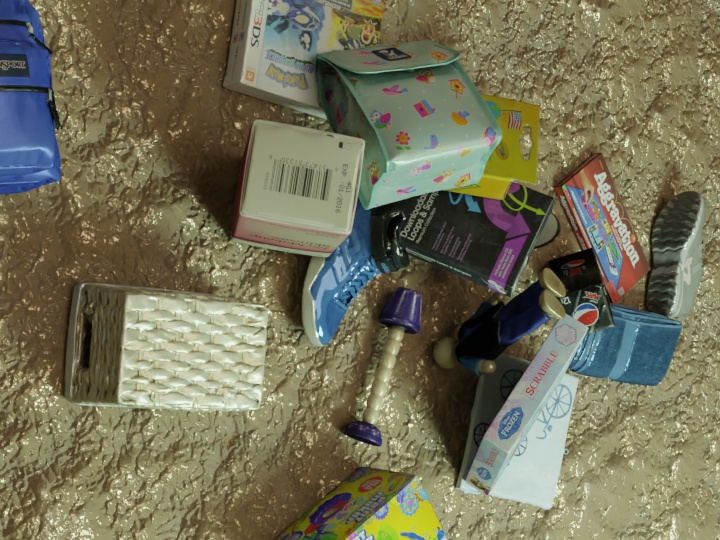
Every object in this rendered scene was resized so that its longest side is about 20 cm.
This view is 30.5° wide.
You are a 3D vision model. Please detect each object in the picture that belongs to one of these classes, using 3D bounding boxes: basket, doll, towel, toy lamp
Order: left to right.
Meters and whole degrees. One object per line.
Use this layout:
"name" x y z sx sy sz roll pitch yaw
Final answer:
"basket" -0.209 0.087 1.457 0.198 0.123 0.137 7 85 -37
"toy lamp" 0.032 0.120 1.683 0.058 0.058 0.202 28 75 -33
"doll" 0.175 0.072 1.705 0.048 0.199 0.137 39 36 -24
"towel" 0.385 0.109 1.941 0.198 0.048 0.113 12 97 -37

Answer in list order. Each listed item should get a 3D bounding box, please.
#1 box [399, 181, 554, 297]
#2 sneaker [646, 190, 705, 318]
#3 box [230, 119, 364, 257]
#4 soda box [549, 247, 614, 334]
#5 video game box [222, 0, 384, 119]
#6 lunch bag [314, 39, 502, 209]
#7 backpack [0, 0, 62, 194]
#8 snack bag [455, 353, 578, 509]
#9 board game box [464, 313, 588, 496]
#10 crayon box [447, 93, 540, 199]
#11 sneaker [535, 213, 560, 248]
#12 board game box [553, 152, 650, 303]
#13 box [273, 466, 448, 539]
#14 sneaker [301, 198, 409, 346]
"box" 0.131 -0.066 1.695 0.036 0.198 0.144 83 32 -62
"sneaker" 0.493 -0.022 2.035 0.081 0.074 0.202 15 89 -44
"box" -0.076 -0.088 1.499 0.126 0.200 0.110 9 82 -7
"soda box" 0.301 0.029 1.807 0.200 0.070 0.064 -68 140 -74
"video game box" -0.065 -0.291 1.631 0.198 0.047 0.185 12 83 -36
"lunch bag" 0.050 -0.196 1.592 0.169 0.122 0.202 -13 64 -24
"backpack" -0.378 -0.182 1.317 0.161 0.167 0.203 -6 88 -43
"snack bag" 0.221 0.225 1.842 0.187 0.021 0.203 17 81 -35
"board game box" 0.213 0.177 1.716 0.041 0.201 0.200 32 67 11
"crayon box" 0.127 -0.165 1.689 0.197 0.051 0.128 10 61 -3
"sneaker" 0.205 -0.072 1.806 0.199 0.079 0.075 13 78 -37
"board game box" 0.361 -0.062 1.960 0.103 0.019 0.202 -39 110 -33
"box" 0.006 0.379 1.610 0.199 0.121 0.194 -35 109 -32
"sneaker" 0.000 0.000 1.619 0.077 0.110 0.202 51 50 -64
